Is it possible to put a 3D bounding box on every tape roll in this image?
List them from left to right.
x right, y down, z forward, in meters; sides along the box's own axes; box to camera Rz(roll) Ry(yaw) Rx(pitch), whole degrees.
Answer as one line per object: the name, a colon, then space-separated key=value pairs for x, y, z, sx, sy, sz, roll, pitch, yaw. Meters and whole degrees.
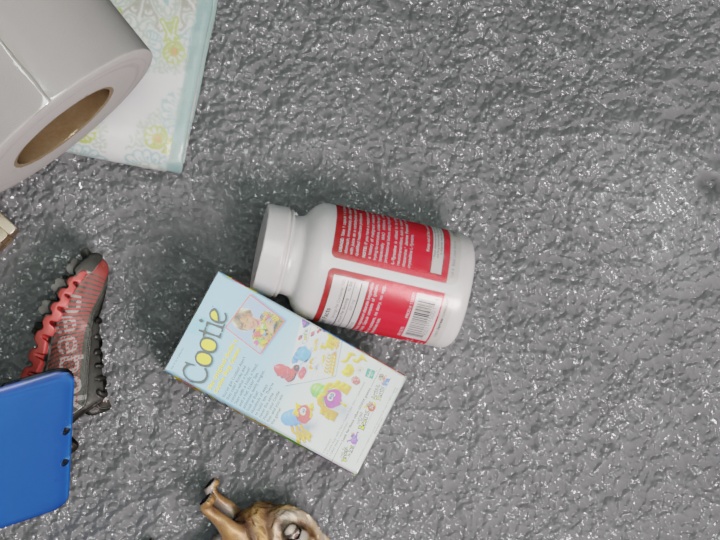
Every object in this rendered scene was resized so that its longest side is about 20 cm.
tape roll: x=-0.298 y=-0.176 z=1.157 sx=0.202 sy=0.203 sz=0.139 roll=-39 pitch=92 yaw=-10

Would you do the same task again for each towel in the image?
towel: x=-0.234 y=-0.205 z=1.291 sx=0.170 sy=0.048 sz=0.202 roll=11 pitch=84 yaw=-5

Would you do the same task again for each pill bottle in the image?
pill bottle: x=0.000 y=0.000 z=1.280 sx=0.198 sy=0.112 sz=0.113 roll=13 pitch=84 yaw=-8

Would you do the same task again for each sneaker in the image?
sneaker: x=-0.266 y=0.083 z=1.251 sx=0.097 sy=0.071 sz=0.202 roll=22 pitch=85 yaw=-7

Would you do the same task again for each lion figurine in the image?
lion figurine: x=-0.135 y=0.281 z=1.267 sx=0.200 sy=0.072 sz=0.123 roll=-42 pitch=101 yaw=4

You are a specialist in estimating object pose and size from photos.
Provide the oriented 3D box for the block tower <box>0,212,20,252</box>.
block tower: x=-0.398 y=0.009 z=1.243 sx=0.058 sy=0.054 sz=0.200 roll=42 pitch=81 yaw=-5

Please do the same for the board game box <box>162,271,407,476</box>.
board game box: x=-0.074 y=0.096 z=1.265 sx=0.199 sy=0.103 sz=0.105 roll=30 pitch=82 yaw=-6

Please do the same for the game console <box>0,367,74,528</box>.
game console: x=-0.358 y=0.145 z=1.191 sx=0.170 sy=0.201 sz=0.118 roll=27 pitch=44 yaw=14
